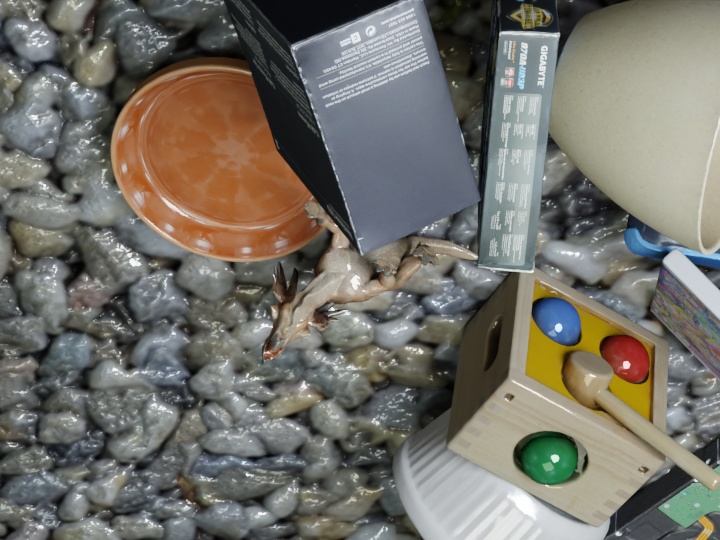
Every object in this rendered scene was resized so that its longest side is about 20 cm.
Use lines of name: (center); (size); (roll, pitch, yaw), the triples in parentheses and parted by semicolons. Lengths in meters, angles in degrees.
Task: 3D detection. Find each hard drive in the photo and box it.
hard drive: (0.331, 0.240, 1.812); (0.140, 0.038, 0.200); (35, 127, -18)

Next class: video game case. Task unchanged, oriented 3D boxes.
video game case: (0.294, 0.058, 1.564); (0.018, 0.200, 0.143); (-42, 77, -4)

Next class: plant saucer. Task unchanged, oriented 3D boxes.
plant saucer: (-0.110, -0.095, 1.628); (0.200, 0.032, 0.201); (5, 129, 6)

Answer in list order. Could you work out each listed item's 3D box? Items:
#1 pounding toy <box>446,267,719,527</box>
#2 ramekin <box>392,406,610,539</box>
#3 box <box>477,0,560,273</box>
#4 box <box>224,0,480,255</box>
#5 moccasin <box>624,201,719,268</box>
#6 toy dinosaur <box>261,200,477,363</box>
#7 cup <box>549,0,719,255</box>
pounding toy: (0.190, 0.112, 1.631); (0.184, 0.200, 0.142); (28, 127, -13)
ramekin: (0.133, 0.196, 1.718); (0.202, 0.202, 0.094); (33, 116, -16)
box: (0.117, -0.124, 1.466); (0.046, 0.159, 0.200); (4, 121, 1)
box: (-0.013, -0.145, 1.448); (0.104, 0.200, 0.182); (-24, 124, -9)
moccasin: (0.310, -0.036, 1.550); (0.200, 0.068, 0.080); (8, 174, -25)
toy dinosaur: (0.000, 0.000, 1.643); (0.200, 0.086, 0.136); (-14, 157, -29)
cup: (0.225, -0.127, 1.456); (0.143, 0.200, 0.201); (19, 132, 20)
